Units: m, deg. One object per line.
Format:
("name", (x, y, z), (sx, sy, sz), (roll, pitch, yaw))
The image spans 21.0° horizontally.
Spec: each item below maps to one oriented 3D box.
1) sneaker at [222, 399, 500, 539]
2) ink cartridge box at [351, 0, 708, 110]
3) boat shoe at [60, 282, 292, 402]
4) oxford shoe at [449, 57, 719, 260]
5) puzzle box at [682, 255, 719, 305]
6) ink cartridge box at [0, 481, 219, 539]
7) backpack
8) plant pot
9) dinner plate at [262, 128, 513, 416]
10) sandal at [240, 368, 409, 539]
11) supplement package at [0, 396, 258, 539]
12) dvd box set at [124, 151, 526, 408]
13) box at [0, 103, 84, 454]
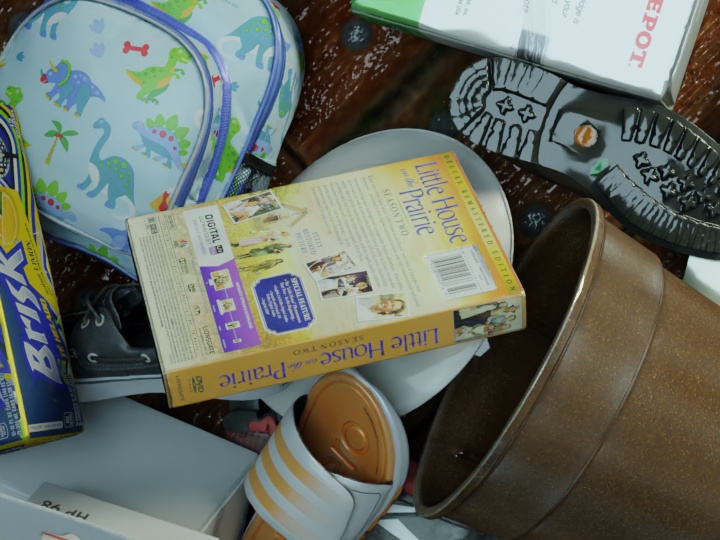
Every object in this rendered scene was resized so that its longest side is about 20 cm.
("sneaker", (-0.001, 0.142, 1.198), (0.200, 0.071, 0.098), (20, 96, 15))
("ink cartridge box", (0.115, -0.193, 1.170), (0.200, 0.084, 0.146), (19, 93, 13))
("boat shoe", (-0.134, 0.037, 1.163), (0.200, 0.070, 0.066), (3, 128, 24))
("oxford shoe", (0.153, -0.069, 1.159), (0.200, 0.084, 0.073), (30, 94, 10))
("puzzle box", (0.278, -0.055, 1.158), (0.133, 0.025, 0.200), (17, 93, 13))
("ink cartridge box", (-0.142, 0.198, 1.092), (0.116, 0.067, 0.200), (15, 125, 18))
("backpack", (-0.135, -0.103, 1.198), (0.183, 0.147, 0.200), (26, 93, 11))
("plant pot", (0.162, 0.094, 1.091), (0.198, 0.200, 0.200), (29, 96, -7))
("dinner plate", (0.000, 0.000, 1.179), (0.200, 0.024, 0.200), (-15, 59, 26))
("sandal", (-0.037, 0.147, 1.144), (0.079, 0.059, 0.207), (40, 127, 19))
("supplement package", (-0.181, 0.149, 1.199), (0.200, 0.117, 0.117), (21, 125, 13))
("dvd box set", (-0.023, 0.001, 1.083), (0.200, 0.146, 0.029), (-13, 129, -8))
("box", (-0.222, 0.006, 1.114), (0.070, 0.064, 0.200), (-16, 84, 22))
